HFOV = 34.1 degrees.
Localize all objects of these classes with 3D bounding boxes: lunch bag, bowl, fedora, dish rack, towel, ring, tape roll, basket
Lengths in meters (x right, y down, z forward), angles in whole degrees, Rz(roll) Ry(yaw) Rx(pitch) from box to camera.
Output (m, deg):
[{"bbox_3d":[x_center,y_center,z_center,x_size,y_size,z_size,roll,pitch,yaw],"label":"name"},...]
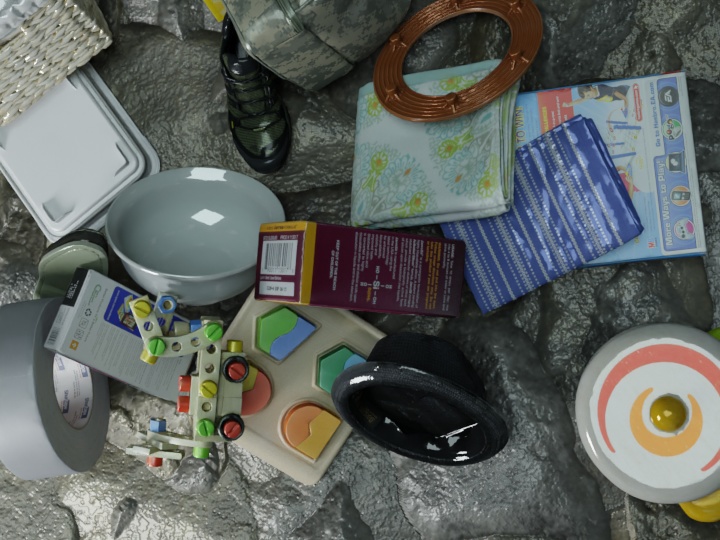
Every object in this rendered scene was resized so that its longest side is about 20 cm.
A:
[{"bbox_3d":[-0.044,-0.305,1.287,0.167,0.200,0.140,-29,72,15],"label":"lunch bag"},{"bbox_3d":[-0.185,-0.024,1.331,0.200,0.201,0.091,13,131,11],"label":"bowl"},{"bbox_3d":[0.071,0.130,1.281,0.200,0.201,0.092,9,55,11],"label":"fedora"},{"bbox_3d":[-0.358,-0.147,1.417,0.171,0.044,0.200,-38,80,7],"label":"dish rack"},{"bbox_3d":[0.188,-0.060,1.264,0.199,0.024,0.145,-28,80,21],"label":"towel"},{"bbox_3d":[0.103,-0.243,1.289,0.200,0.019,0.201,-16,47,18],"label":"ring"},{"bbox_3d":[0.079,-0.136,1.290,0.199,0.048,0.172,-6,69,31],"label":"towel"},{"bbox_3d":[-0.351,0.131,1.320,0.066,0.200,0.201,-9,85,9],"label":"tape roll"},{"bbox_3d":[-0.422,-0.309,1.356,0.198,0.161,0.200,-35,65,7],"label":"basket"}]

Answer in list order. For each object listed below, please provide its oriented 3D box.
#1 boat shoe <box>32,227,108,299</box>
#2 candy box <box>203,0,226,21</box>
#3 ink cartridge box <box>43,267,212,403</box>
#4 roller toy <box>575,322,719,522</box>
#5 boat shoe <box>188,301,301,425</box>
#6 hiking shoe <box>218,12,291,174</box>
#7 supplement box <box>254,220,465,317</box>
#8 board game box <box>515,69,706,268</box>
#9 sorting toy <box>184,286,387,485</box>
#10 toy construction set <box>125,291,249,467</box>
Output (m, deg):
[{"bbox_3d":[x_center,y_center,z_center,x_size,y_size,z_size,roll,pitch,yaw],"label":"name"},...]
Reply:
[{"bbox_3d":[-0.328,-0.011,1.335,0.071,0.201,0.061,21,62,-19],"label":"boat shoe"},{"bbox_3d":[-0.096,-0.360,1.349,0.199,0.102,0.027,-22,65,9],"label":"candy box"},{"bbox_3d":[-0.254,0.078,1.318,0.037,0.200,0.095,7,72,44],"label":"ink cartridge box"},{"bbox_3d":[0.316,0.148,1.226,0.182,0.140,0.201,11,89,11],"label":"roller toy"},{"bbox_3d":[-0.134,0.097,1.360,0.073,0.063,0.201,26,99,-13],"label":"boat shoe"},{"bbox_3d":[-0.132,-0.211,1.348,0.075,0.101,0.201,-13,85,10],"label":"hiking shoe"},{"bbox_3d":[0.000,0.000,1.257,0.199,0.110,0.086,6,88,-31],"label":"supplement box"},{"bbox_3d":[0.267,-0.104,1.291,0.195,0.056,0.201,-6,86,10],"label":"board game box"},{"bbox_3d":[-0.076,0.123,1.319,0.185,0.036,0.200,33,95,-13],"label":"sorting toy"},{"bbox_3d":[-0.189,0.124,1.252,0.130,0.092,0.201,4,108,-15],"label":"toy construction set"}]
